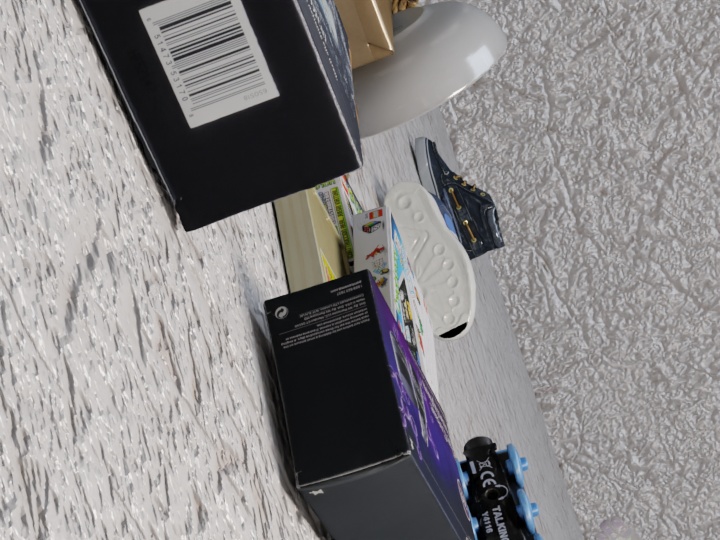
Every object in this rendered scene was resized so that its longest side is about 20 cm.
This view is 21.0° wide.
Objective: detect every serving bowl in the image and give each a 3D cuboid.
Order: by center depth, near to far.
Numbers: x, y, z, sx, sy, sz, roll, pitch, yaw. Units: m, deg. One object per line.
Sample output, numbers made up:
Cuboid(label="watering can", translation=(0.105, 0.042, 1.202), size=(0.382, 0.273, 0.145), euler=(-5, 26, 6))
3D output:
Cuboid(label="serving bowl", translation=(0.038, -0.202, 1.853), size=(0.066, 0.199, 0.200), euler=(60, 11, -20))

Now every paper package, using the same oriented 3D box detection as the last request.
Cuboid(label="paper package", translation=(-0.045, -0.288, 1.789), size=(0.200, 0.103, 0.192), euler=(-89, 158, -67))

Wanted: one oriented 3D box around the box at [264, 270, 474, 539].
Cuboid(label="box", translation=(0.011, 0.117, 1.280), size=(0.200, 0.078, 0.142), euler=(62, 15, -54))

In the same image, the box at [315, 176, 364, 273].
Cuboid(label="box", translation=(0.000, 0.000, 1.685), size=(0.200, 0.035, 0.111), euler=(61, 13, -56))

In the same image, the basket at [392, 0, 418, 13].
Cuboid(label="basket", translation=(0.026, -0.408, 2.427), size=(0.143, 0.148, 0.201), euler=(61, 12, -55))

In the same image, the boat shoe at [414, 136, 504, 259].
Cuboid(label="boat shoe", translation=(0.142, -0.108, 2.768), size=(0.071, 0.090, 0.201), euler=(50, 23, -71))

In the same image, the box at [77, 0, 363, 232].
Cuboid(label="box", translation=(-0.087, -0.165, 1.142), size=(0.200, 0.117, 0.198), euler=(-97, 167, -61))

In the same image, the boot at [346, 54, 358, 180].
Cuboid(label="boot", translation=(-0.039, -0.146, 1.650), size=(0.200, 0.073, 0.076), euler=(65, 20, -56))

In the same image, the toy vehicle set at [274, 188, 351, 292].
Cuboid(label="toy vehicle set", translation=(-0.025, 0.028, 1.468), size=(0.124, 0.026, 0.201), euler=(63, 12, -51))

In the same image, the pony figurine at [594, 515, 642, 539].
Cuboid(label="pony figurine", translation=(0.318, 0.440, 2.493), size=(0.193, 0.167, 0.200), euler=(50, 29, 18))

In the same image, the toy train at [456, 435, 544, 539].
Cuboid(label="toy train", translation=(0.141, 0.263, 1.923), size=(0.115, 0.086, 0.201), euler=(77, -2, -52))

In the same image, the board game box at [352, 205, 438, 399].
Cuboid(label="board game box", translation=(0.029, 0.053, 1.534), size=(0.200, 0.034, 0.127), euler=(-91, 163, -58))

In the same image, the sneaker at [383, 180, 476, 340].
Cuboid(label="sneaker", translation=(0.093, 0.002, 2.183), size=(0.201, 0.080, 0.146), euler=(69, 10, 23))
